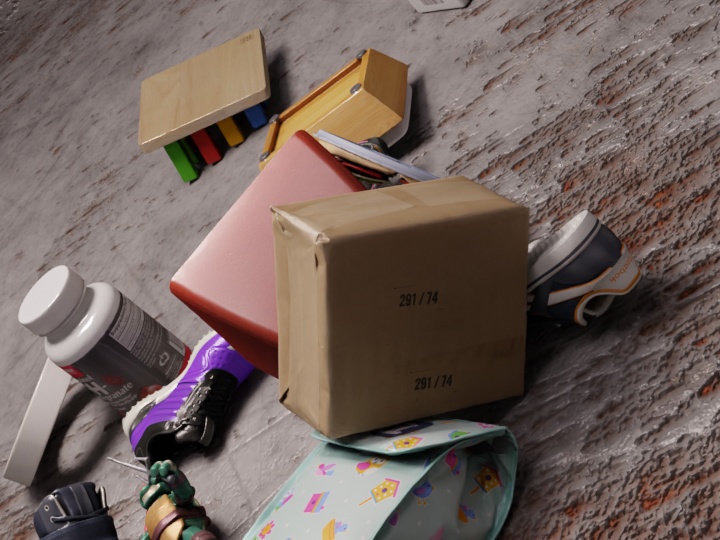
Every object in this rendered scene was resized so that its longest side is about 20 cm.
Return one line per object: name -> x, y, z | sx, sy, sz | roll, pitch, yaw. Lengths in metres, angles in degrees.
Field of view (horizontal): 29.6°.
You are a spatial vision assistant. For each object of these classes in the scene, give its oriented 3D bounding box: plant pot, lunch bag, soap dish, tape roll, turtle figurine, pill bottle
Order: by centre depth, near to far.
lunch bag -> 0.021, 0.195, 1.128 | 0.170, 0.122, 0.200 | -2, 43, 53
plant pot -> -0.025, 0.023, 1.313 | 0.176, 0.200, 0.200 | 35, 81, 33
turtle figurine -> -0.194, 0.254, 1.344 | 0.200, 0.101, 0.150 | 44, 118, 46
pill bottle -> -0.292, 0.084, 1.576 | 0.111, 0.200, 0.111 | -33, 32, 24
soap dish -> -0.033, -0.175, 1.660 | 0.200, 0.081, 0.157 | -34, 23, 23
tape roll -> -0.385, 0.165, 1.671 | 0.203, 0.037, 0.203 | -159, 90, -80

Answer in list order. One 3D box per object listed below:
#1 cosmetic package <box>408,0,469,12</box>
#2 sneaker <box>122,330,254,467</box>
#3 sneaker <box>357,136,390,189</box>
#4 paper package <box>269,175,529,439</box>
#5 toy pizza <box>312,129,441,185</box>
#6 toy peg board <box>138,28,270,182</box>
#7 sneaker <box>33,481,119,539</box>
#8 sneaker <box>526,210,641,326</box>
cosmetic package -> 0.137, -0.438, 1.792 | 0.101, 0.071, 0.200 | 6, 58, 55
sneaker -> -0.171, 0.148, 1.489 | 0.200, 0.070, 0.100 | -45, 36, 11
sneaker -> -0.029, -0.089, 1.579 | 0.200, 0.080, 0.086 | -28, 13, 46
paper package -> 0.033, 0.029, 1.158 | 0.200, 0.191, 0.103 | -12, 24, -26
toy pizza -> 0.041, -0.093, 1.385 | 0.200, 0.200, 0.032 | 32, 101, 60
toy peg board -> -0.212, -0.234, 1.992 | 0.199, 0.098, 0.200 | -23, 35, 9
sneaker -> -0.235, 0.259, 1.266 | 0.202, 0.077, 0.146 | -30, 68, 42
sneaker -> 0.174, 0.014, 1.204 | 0.078, 0.079, 0.200 | -51, 5, -20
